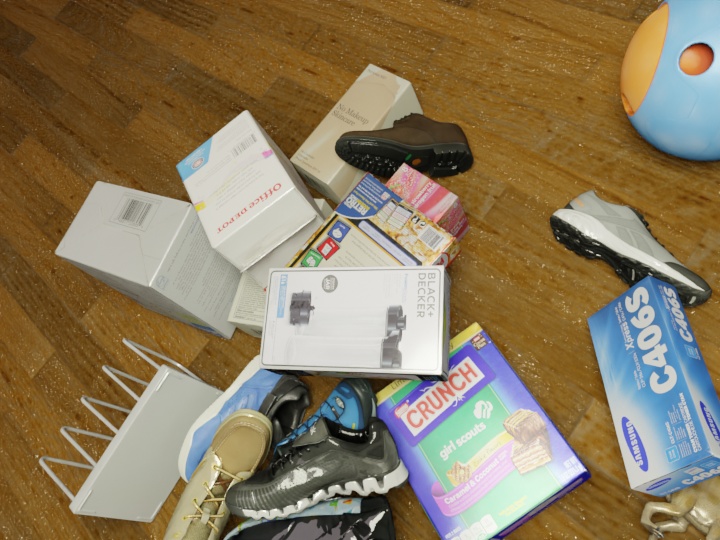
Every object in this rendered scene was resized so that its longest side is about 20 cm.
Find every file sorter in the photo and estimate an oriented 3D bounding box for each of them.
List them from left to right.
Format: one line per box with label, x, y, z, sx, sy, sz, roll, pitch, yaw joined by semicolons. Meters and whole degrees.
file sorter;-0.310;0.214;0.815;0.124;0.139;0.201;26;78;33

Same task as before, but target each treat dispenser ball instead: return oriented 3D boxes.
treat dispenser ball;0.408;-0.230;0.686;0.199;0.201;0.203;-9;64;18

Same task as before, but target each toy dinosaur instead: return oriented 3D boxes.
toy dinosaur;0.329;0.238;0.601;0.101;0.058;0.200;-39;53;-18

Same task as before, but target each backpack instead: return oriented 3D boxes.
backpack;-0.059;0.332;0.655;0.198;0.154;0.165;-7;84;-4

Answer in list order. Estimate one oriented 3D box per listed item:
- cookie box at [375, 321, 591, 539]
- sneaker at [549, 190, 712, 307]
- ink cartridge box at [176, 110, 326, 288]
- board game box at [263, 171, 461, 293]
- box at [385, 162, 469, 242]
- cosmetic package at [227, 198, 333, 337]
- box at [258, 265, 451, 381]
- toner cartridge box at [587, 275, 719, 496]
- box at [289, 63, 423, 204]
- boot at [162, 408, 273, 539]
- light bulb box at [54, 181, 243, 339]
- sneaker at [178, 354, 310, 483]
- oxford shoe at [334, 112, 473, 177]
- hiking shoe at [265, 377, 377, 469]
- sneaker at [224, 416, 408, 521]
cookie box;0.129;0.191;0.680;0.171;0.075;0.201;-37;58;5
sneaker;0.326;-0.032;0.707;0.079;0.074;0.200;-43;58;-8
ink cartridge box;-0.137;-0.086;0.799;0.128;0.125;0.201;-35;55;5
board game box;0.000;0.000;0.726;0.151;0.046;0.200;41;87;27
box;0.043;-0.028;0.804;0.102;0.095;0.200;38;85;30
cosmetic package;-0.108;-0.003;0.868;0.103;0.073;0.202;7;69;26
box;-0.003;0.057;0.647;0.198;0.060;0.118;1;73;15
toner cartridge box;0.301;0.114;0.609;0.095;0.043;0.201;127;154;-44
box;-0.004;-0.207;0.917;0.095;0.078;0.201;33;82;31
boot;-0.173;0.271;0.686;0.072;0.156;0.201;32;113;-9
light bulb box;-0.286;-0.012;0.871;0.197;0.200;0.126;15;71;27
sneaker;-0.147;0.214;0.781;0.111;0.077;0.200;29;73;40
oxford shoe;0.059;-0.185;0.857;0.198;0.073;0.085;1;63;-14
hiking shoe;-0.051;0.208;0.700;0.074;0.086;0.201;45;115;33
sneaker;-0.052;0.204;0.640;0.198;0.066;0.091;-12;98;-1
